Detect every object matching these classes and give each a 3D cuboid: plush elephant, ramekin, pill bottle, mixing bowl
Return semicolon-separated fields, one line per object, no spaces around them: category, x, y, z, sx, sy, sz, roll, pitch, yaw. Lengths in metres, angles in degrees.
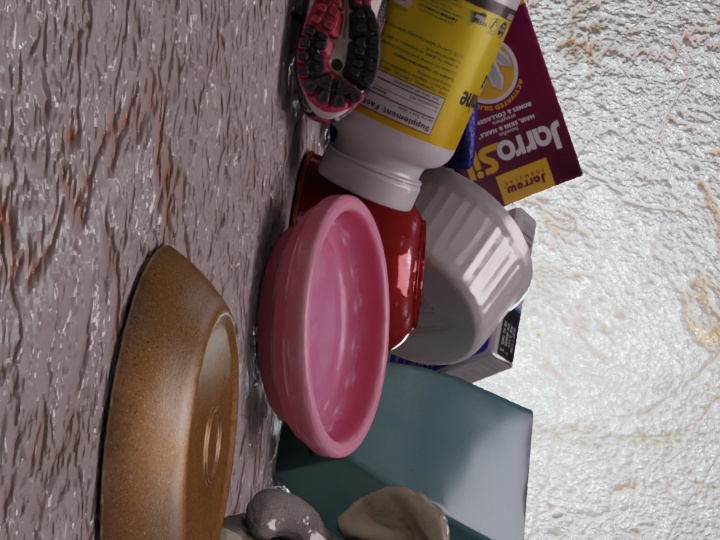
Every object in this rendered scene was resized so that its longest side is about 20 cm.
plush elephant;-0.023;0.220;1.026;0.200;0.154;0.165;-63;157;-76
ramekin;0.059;0.000;1.529;0.098;0.200;0.201;-54;157;-34
pill bottle;0.042;-0.156;1.267;0.112;0.112;0.201;-57;171;-79
mixing bowl;0.000;0.000;1.371;0.200;0.108;0.201;6;90;-85

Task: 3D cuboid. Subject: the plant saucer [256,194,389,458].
plant saucer;-0.029;0.042;1.205;0.200;0.051;0.202;2;90;-71

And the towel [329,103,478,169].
towel;0.044;-0.199;1.440;0.050;0.147;0.201;-44;141;-57

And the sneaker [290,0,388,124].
sneaker;-0.016;-0.212;1.208;0.075;0.080;0.201;133;-28;-74

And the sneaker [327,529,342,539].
sneaker;-0.038;0.188;1.455;0.082;0.077;0.201;-19;-108;56

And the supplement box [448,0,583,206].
supplement box;0.119;-0.164;1.565;0.201;0.130;0.103;69;-15;-5

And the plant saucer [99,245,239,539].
plant saucer;-0.092;0.088;0.807;0.200;0.035;0.201;5;90;-86

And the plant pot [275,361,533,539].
plant pot;0.031;0.162;1.361;0.200;0.141;0.142;31;55;-39

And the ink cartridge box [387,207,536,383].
ink cartridge box;0.093;0.045;1.692;0.043;0.200;0.199;39;47;-30
